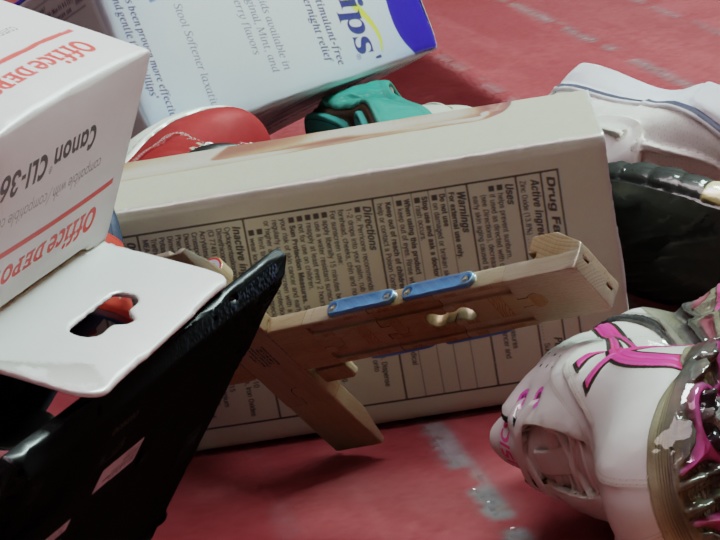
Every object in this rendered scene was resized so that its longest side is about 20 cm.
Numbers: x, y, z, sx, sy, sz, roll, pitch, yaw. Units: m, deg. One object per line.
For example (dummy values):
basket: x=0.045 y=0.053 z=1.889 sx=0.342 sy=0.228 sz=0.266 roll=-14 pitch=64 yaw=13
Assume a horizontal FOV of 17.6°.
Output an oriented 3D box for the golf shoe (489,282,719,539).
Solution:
golf shoe: x=0.085 y=0.057 z=0.715 sx=0.092 sy=0.073 sz=0.200 roll=-15 pitch=5 yaw=12

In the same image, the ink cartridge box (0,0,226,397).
ink cartridge box: x=-0.138 y=-0.040 z=0.654 sx=0.199 sy=0.068 sz=0.116 roll=20 pitch=22 yaw=9

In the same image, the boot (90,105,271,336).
boot: x=-0.062 y=-0.036 z=1.045 sx=0.144 sy=0.073 sz=0.200 roll=-25 pitch=12 yaw=36

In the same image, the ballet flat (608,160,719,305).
ballet flat: x=0.105 y=-0.026 z=0.979 sx=0.057 sy=0.067 sz=0.200 roll=-40 pitch=27 yaw=-29

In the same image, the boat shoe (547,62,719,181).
boat shoe: x=0.131 y=-0.046 z=1.070 sx=0.070 sy=0.071 sz=0.200 roll=-42 pitch=29 yaw=-11

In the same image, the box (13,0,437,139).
box: x=-0.097 y=-0.117 z=1.262 sx=0.200 sy=0.105 sz=0.184 roll=-22 pitch=0 yaw=-38

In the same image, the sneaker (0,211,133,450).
sneaker: x=-0.158 y=0.044 z=0.831 sx=0.200 sy=0.085 sz=0.075 roll=-42 pitch=-35 yaw=23

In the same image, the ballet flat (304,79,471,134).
ballet flat: x=0.025 y=-0.063 z=1.160 sx=0.070 sy=0.068 sz=0.200 roll=-21 pitch=16 yaw=-9

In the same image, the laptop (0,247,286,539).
laptop: x=-0.134 y=0.075 z=0.708 sx=0.103 sy=0.200 sz=0.177 roll=32 pitch=28 yaw=9

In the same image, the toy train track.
toy train track: x=0.002 y=0.011 z=0.799 sx=0.200 sy=0.115 sz=0.033 roll=-12 pitch=45 yaw=40

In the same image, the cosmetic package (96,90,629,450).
cosmetic package: x=0.000 y=0.000 z=0.897 sx=0.199 sy=0.104 sz=0.087 roll=-7 pitch=17 yaw=4
